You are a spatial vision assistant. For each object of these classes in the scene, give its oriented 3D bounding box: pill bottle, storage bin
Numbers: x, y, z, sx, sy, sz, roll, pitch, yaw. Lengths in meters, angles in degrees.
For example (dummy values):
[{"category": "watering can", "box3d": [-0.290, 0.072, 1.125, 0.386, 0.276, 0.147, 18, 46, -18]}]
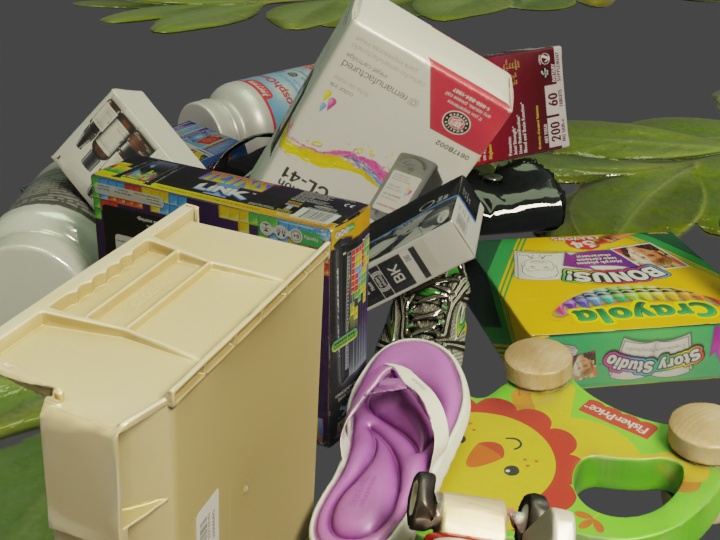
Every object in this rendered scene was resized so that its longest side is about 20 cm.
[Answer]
[{"category": "pill bottle", "box3d": [-0.111, -0.175, 1.235, 0.109, 0.109, 0.200, 23, 32, 38]}, {"category": "pill bottle", "box3d": [-0.247, -0.017, 0.875, 0.113, 0.113, 0.200, 2, 24, 0]}, {"category": "storage bin", "box3d": [-0.096, 0.099, 0.529, 0.094, 0.200, 0.199, 13, 27, 18]}]

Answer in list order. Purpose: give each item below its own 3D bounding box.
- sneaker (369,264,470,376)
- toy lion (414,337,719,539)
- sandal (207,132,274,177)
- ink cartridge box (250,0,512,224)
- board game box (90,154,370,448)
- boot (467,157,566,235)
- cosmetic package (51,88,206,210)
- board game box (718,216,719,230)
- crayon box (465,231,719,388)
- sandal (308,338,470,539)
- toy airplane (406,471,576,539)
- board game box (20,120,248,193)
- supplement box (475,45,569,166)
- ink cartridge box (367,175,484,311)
[{"category": "sneaker", "box3d": [0.045, 0.041, 0.804, 0.078, 0.085, 0.200, 4, 25, 4]}, {"category": "toy lion", "box3d": [0.110, 0.128, 0.656, 0.200, 0.069, 0.192, 21, 38, 38]}, {"category": "sandal", "box3d": [-0.111, -0.096, 1.012, 0.200, 0.043, 0.076, -28, 41, -32]}, {"category": "ink cartridge box", "box3d": [0.012, -0.105, 0.870, 0.147, 0.200, 0.086, 27, 29, -12]}, {"category": "board game box", "box3d": [-0.092, 0.018, 0.746, 0.200, 0.166, 0.057, 15, 29, 26]}, {"category": "boot", "box3d": [0.125, -0.059, 1.035, 0.168, 0.077, 0.200, -6, 19, -7]}, {"category": "cosmetic package", "box3d": [-0.151, -0.043, 0.836, 0.200, 0.083, 0.051, 50, 20, 7]}, {"category": "board game box", "box3d": [0.395, 0.026, 0.814, 0.200, 0.062, 0.200, -3, 54, -30]}, {"category": "crayon box", "box3d": [0.203, 0.028, 0.873, 0.200, 0.058, 0.173, -3, 25, -11]}, {"category": "sandal", "box3d": [0.020, 0.096, 0.639, 0.082, 0.050, 0.203, -4, 33, 15]}, {"category": "toy airplane", "box3d": [0.058, 0.169, 0.461, 0.200, 0.141, 0.199, 5, -11, 39]}, {"category": "board game box", "box3d": [-0.230, -0.093, 1.072, 0.200, 0.034, 0.135, -26, 30, -24]}, {"category": "supplement box", "box3d": [0.113, -0.163, 1.075, 0.200, 0.109, 0.061, -14, 15, -22]}, {"category": "ink cartridge box", "box3d": [0.000, 0.000, 0.819, 0.200, 0.039, 0.099, -29, 17, 21]}]
